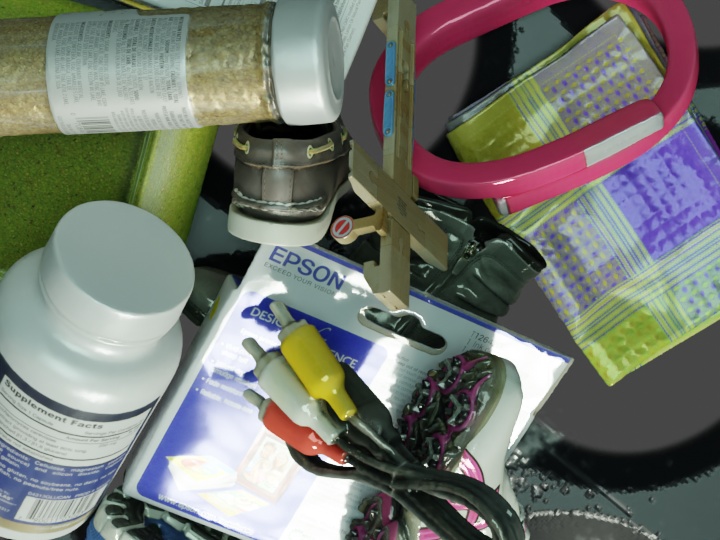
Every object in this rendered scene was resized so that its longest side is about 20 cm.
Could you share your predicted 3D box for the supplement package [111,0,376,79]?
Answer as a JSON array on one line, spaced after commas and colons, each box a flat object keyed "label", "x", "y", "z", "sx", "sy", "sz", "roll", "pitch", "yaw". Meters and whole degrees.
[{"label": "supplement package", "x": -0.078, "y": -0.211, "z": 1.310, "sx": 0.200, "sy": 0.152, "sz": 0.151, "roll": 22, "pitch": 92, "yaw": -4}]

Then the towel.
[{"label": "towel", "x": 0.156, "y": -0.046, "z": 1.396, "sx": 0.143, "sy": 0.023, "sz": 0.200, "roll": -31, "pitch": 94, "yaw": -2}]

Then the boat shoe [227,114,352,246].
[{"label": "boat shoe", "x": -0.038, "y": -0.072, "z": 1.294, "sx": 0.072, "sy": 0.200, "sz": 0.060, "roll": 7, "pitch": 110, "yaw": 3}]

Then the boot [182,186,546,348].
[{"label": "boot", "x": 0.000, "y": 0.000, "z": 1.354, "sx": 0.200, "sy": 0.068, "sz": 0.131, "roll": 19, "pitch": 110, "yaw": -12}]

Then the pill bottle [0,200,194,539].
[{"label": "pill bottle", "x": -0.167, "y": 0.055, "z": 1.294, "sx": 0.111, "sy": 0.111, "sz": 0.200, "roll": 29, "pitch": 131, "yaw": -4}]

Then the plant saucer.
[{"label": "plant saucer", "x": -0.192, "y": -0.060, "z": 1.323, "sx": 0.199, "sy": 0.048, "sz": 0.200, "roll": 16, "pitch": 119, "yaw": -4}]

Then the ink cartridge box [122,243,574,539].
[{"label": "ink cartridge box", "x": -0.009, "y": 0.082, "z": 1.331, "sx": 0.197, "sy": 0.047, "sz": 0.200, "roll": 24, "pitch": 114, "yaw": -15}]

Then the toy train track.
[{"label": "toy train track", "x": 0.011, "y": -0.069, "z": 1.276, "sx": 0.032, "sy": 0.115, "sz": 0.200, "roll": -12, "pitch": 58, "yaw": 25}]

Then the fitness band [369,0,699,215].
[{"label": "fitness band", "x": 0.103, "y": -0.113, "z": 1.350, "sx": 0.200, "sy": 0.037, "sz": 0.144, "roll": -23, "pitch": 58, "yaw": -3}]

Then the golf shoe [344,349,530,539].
[{"label": "golf shoe", "x": 0.058, "y": 0.124, "z": 1.298, "sx": 0.092, "sy": 0.073, "sz": 0.200, "roll": 10, "pitch": 129, "yaw": -17}]

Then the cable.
[{"label": "cable", "x": 0.004, "y": 0.107, "z": 1.237, "sx": 0.050, "sy": 0.200, "sz": 0.097, "roll": -18, "pitch": 139, "yaw": -35}]

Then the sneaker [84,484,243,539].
[{"label": "sneaker", "x": -0.085, "y": 0.206, "z": 1.380, "sx": 0.200, "sy": 0.079, "sz": 0.089, "roll": 30, "pitch": 119, "yaw": -13}]

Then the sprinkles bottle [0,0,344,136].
[{"label": "sprinkles bottle", "x": -0.111, "y": -0.108, "z": 1.218, "sx": 0.199, "sy": 0.068, "sz": 0.068, "roll": -2, "pitch": 93, "yaw": 10}]
